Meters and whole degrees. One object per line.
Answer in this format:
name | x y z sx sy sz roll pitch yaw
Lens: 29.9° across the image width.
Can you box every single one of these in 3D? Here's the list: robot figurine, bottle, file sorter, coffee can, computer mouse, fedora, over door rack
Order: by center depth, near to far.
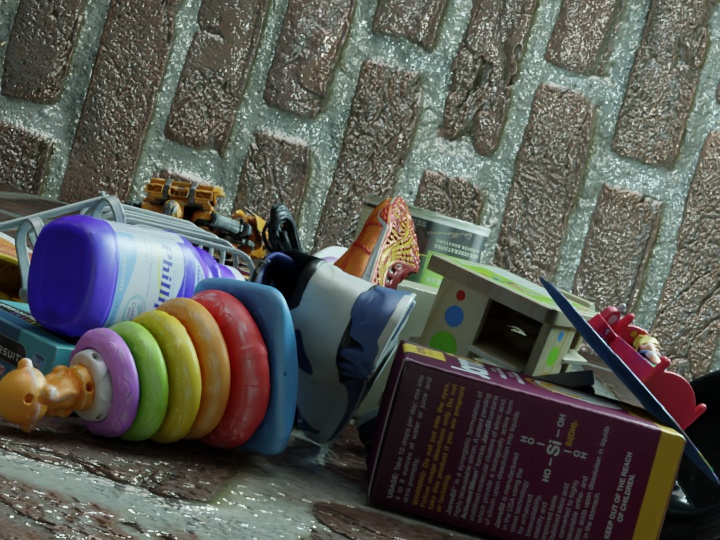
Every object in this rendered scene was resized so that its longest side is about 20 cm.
bottle | -0.155 0.011 0.988 0.065 0.085 0.199 8 -2 29
over door rack | -0.286 -0.004 1.095 0.147 0.067 0.199 -17 2 -32
fedora | 0.307 0.168 1.099 0.092 0.201 0.200 49 -9 -19
computer mouse | -0.065 0.054 1.167 0.052 0.201 0.139 -16 -50 15
file sorter | -0.191 0.016 1.233 0.137 0.126 0.200 14 4 -23
robot figurine | -0.171 -0.053 1.434 0.143 0.059 0.200 8 -8 12
coffee can | 0.047 0.032 1.476 0.145 0.202 0.146 15 3 -1

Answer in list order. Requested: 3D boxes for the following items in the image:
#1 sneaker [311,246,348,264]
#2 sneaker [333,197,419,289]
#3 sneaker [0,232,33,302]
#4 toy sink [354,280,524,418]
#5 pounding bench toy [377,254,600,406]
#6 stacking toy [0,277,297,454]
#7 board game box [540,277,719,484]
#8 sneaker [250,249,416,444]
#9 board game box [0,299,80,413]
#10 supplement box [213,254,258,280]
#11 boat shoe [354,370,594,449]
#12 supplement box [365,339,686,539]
sneaker | -0.076 0.034 1.323 0.099 0.076 0.199 -3 25 46
sneaker | 0.000 0.000 1.161 0.076 0.074 0.201 -10 29 26
sneaker | -0.306 0.018 1.340 0.198 0.074 0.077 11 26 -19
toy sink | 0.048 0.079 1.305 0.198 0.132 0.112 13 3 -26
pounding bench toy | 0.133 0.090 1.203 0.124 0.157 0.199 25 9 33
stacking toy | -0.147 0.072 0.874 0.199 0.118 0.109 -7 8 -42
board game box | 0.213 0.069 1.010 0.200 0.039 0.158 50 2 25
sneaker | -0.033 0.043 0.992 0.115 0.081 0.200 33 -29 6
board game box | -0.194 0.067 1.009 0.150 0.047 0.199 18 3 41
supplement box | -0.125 0.041 1.489 0.109 0.087 0.200 14 3 -27
boat shoe | 0.092 0.123 1.061 0.198 0.063 0.075 -12 -10 13
supplement box | 0.110 0.128 0.953 0.198 0.104 0.131 15 3 -1
